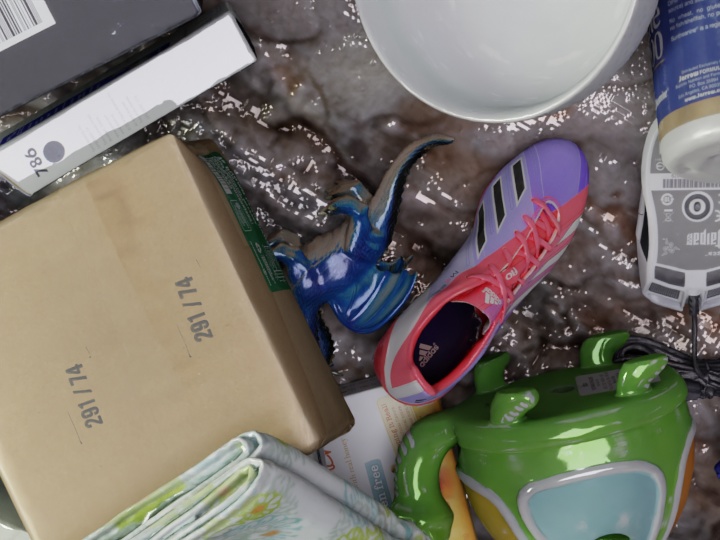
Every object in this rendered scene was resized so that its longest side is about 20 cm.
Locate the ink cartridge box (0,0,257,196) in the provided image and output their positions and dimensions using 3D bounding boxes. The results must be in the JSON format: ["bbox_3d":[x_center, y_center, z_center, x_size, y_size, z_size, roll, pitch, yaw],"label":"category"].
[{"bbox_3d":[-0.156,-0.096,1.351,0.200,0.099,0.039,-29,102,2],"label":"ink cartridge box"}]

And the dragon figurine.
[{"bbox_3d":[0.000,0.000,1.398,0.200,0.059,0.099,-39,102,8],"label":"dragon figurine"}]

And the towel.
[{"bbox_3d":[-0.072,0.175,1.269,0.171,0.048,0.200,-32,144,15],"label":"towel"}]

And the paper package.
[{"bbox_3d":[-0.130,0.048,1.294,0.190,0.103,0.200,-27,87,8],"label":"paper package"}]

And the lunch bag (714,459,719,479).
[{"bbox_3d":[0.350,0.115,1.415,0.200,0.127,0.170,35,94,-1],"label":"lunch bag"}]

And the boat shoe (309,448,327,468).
[{"bbox_3d":[-0.054,0.147,1.375,0.068,0.072,0.201,-7,105,5],"label":"boat shoe"}]

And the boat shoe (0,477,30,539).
[{"bbox_3d":[-0.175,0.190,1.401,0.200,0.070,0.072,23,114,12],"label":"boat shoe"}]

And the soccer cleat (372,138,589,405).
[{"bbox_3d":[0.083,0.002,1.380,0.067,0.076,0.200,42,79,-14],"label":"soccer cleat"}]

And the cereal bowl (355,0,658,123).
[{"bbox_3d":[0.096,-0.189,1.340,0.200,0.083,0.201,2,95,29],"label":"cereal bowl"}]

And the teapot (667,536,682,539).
[{"bbox_3d":[0.162,0.266,1.399,0.199,0.197,0.147,3,112,7],"label":"teapot"}]

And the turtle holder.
[{"bbox_3d":[0.118,0.123,1.367,0.185,0.141,0.132,-17,101,-26],"label":"turtle holder"}]

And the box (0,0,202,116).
[{"bbox_3d":[-0.199,-0.155,1.295,0.200,0.182,0.104,-26,101,2],"label":"box"}]

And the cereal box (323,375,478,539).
[{"bbox_3d":[-0.033,0.154,1.434,0.199,0.040,0.144,-16,101,-1],"label":"cereal box"}]

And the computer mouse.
[{"bbox_3d":[0.213,-0.013,1.422,0.109,0.044,0.201,1,106,1],"label":"computer mouse"}]

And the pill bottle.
[{"bbox_3d":[0.226,-0.161,1.336,0.111,0.111,0.201,-2,75,-3],"label":"pill bottle"}]
